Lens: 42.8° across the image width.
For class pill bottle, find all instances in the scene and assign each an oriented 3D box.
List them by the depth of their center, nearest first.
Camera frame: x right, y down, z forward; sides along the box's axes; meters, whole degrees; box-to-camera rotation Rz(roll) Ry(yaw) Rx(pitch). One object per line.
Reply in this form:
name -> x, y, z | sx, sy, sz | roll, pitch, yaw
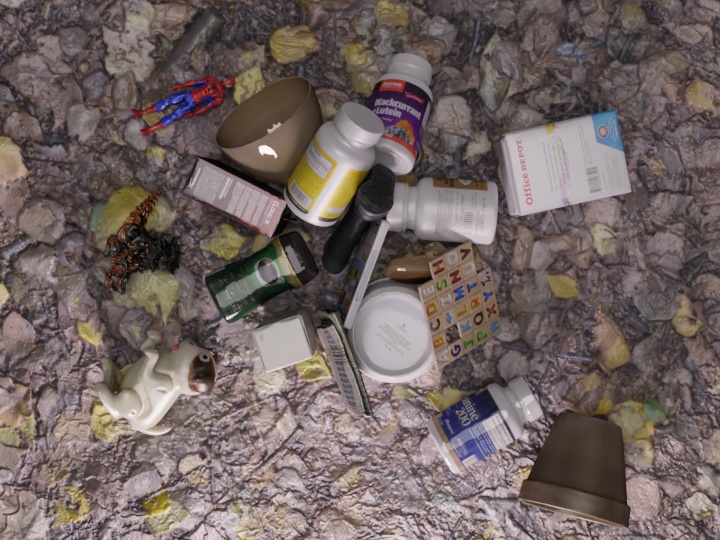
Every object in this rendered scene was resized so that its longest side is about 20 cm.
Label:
pill bottle -> -0.042, -0.182, 1.562 | 0.111, 0.111, 0.201 | 35, 123, 0
pill bottle -> 0.067, -0.284, 1.653 | 0.110, 0.112, 0.202 | 17, 71, 0
pill bottle -> 0.146, -0.111, 1.677 | 0.198, 0.114, 0.116 | 4, 93, 1
pill bottle -> 0.231, 0.279, 1.694 | 0.199, 0.111, 0.112 | -30, 92, 2

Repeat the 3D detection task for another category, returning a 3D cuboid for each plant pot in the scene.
plant pot -> -0.143, -0.235, 1.656 | 0.199, 0.201, 0.135 | -33, 123, 3
plant pot -> 0.403, 0.358, 1.669 | 0.198, 0.200, 0.175 | 16, 77, 0

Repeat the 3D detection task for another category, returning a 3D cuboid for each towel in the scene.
towel -> -0.036, 0.163, 1.657 | 0.034, 0.193, 0.202 | -19, 92, -9

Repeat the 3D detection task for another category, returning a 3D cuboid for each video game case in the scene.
video game case -> 0.000, 0.000, 1.671 | 0.018, 0.143, 0.202 | 20, 93, -11

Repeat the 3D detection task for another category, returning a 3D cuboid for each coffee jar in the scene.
coffee jar -> -0.181, 0.010, 1.704 | 0.199, 0.085, 0.105 | -27, 90, 3

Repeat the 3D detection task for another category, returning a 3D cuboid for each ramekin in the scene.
ramekin -> 0.062, 0.113, 1.699 | 0.200, 0.094, 0.205 | 0, 92, 1

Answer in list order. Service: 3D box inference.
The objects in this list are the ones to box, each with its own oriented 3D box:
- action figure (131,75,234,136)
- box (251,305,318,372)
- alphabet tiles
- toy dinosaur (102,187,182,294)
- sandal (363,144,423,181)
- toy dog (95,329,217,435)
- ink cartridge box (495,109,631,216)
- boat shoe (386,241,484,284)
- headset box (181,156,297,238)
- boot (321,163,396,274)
action figure -> -0.326, -0.314, 1.713 | 0.198, 0.052, 0.066 | -24, 88, 0
box -> -0.132, 0.120, 1.650 | 0.094, 0.200, 0.079 | -18, 92, 2
alphabet tiles -> 0.181, 0.056, 1.664 | 0.166, 0.008, 0.202 | -26, 115, -29
toy dinosaur -> -0.413, -0.050, 1.707 | 0.135, 0.102, 0.202 | 23, 115, 17
sandal -> 0.021, -0.204, 1.705 | 0.198, 0.054, 0.081 | -11, 92, 2
toy dog -> -0.361, 0.207, 1.694 | 0.198, 0.140, 0.195 | -26, 105, 2
ink cartridge box -> 0.359, -0.190, 1.652 | 0.198, 0.146, 0.148 | -12, 93, 2
boat shoe -> 0.133, -0.016, 1.684 | 0.198, 0.071, 0.065 | -1, 72, -28
headset box -> -0.207, -0.129, 1.666 | 0.198, 0.149, 0.076 | 27, 96, 1
boot -> -0.015, -0.073, 1.621 | 0.065, 0.165, 0.200 | 35, 122, -4
